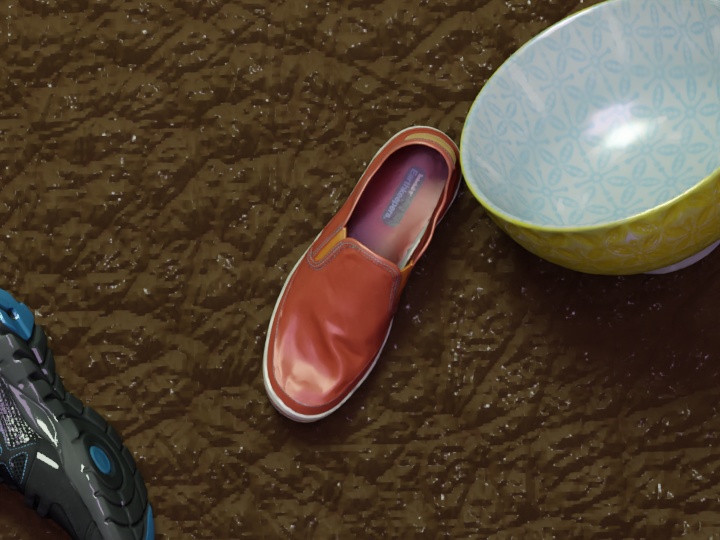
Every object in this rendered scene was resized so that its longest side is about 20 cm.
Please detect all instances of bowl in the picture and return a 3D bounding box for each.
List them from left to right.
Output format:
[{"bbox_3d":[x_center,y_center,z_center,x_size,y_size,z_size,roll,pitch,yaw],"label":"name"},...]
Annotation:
[{"bbox_3d":[0.170,-0.063,1.571,0.200,0.200,0.108,-33,129,-2],"label":"bowl"}]

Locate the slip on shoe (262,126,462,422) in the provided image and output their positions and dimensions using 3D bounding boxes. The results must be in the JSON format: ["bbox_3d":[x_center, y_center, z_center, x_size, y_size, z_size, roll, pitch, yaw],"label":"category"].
[{"bbox_3d":[0.000,0.000,1.602,0.074,0.061,0.200,30,88,1],"label":"slip on shoe"}]

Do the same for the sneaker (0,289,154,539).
[{"bbox_3d":[-0.199,0.110,1.600,0.082,0.073,0.200,-36,80,14],"label":"sneaker"}]
